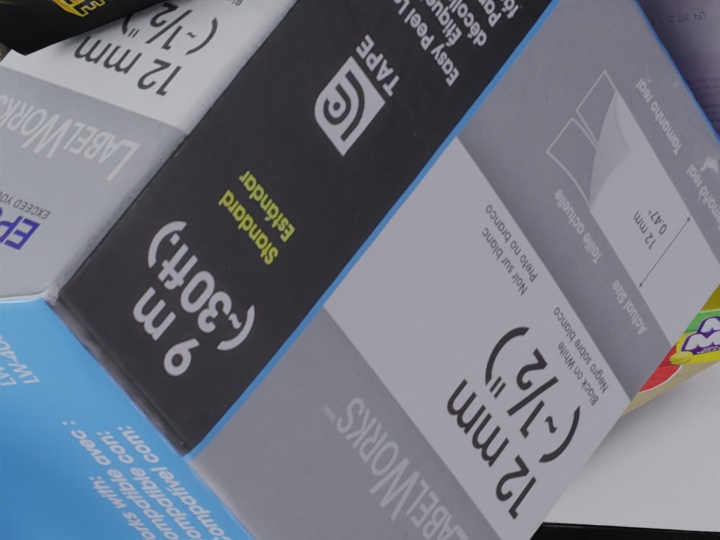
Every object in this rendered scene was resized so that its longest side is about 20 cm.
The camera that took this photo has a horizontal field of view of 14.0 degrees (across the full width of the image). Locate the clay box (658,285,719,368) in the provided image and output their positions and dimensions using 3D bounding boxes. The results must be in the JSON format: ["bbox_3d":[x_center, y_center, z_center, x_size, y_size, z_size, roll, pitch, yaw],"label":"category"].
[{"bbox_3d":[0.105,-0.033,0.881,0.199,0.115,0.048,-7,156,-9],"label":"clay box"}]

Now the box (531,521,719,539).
[{"bbox_3d":[0.027,0.126,1.226,0.193,0.048,0.200,8,171,-32],"label":"box"}]

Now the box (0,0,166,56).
[{"bbox_3d":[-0.098,-0.144,0.484,0.049,0.160,0.200,-19,155,20],"label":"box"}]

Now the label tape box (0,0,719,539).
[{"bbox_3d":[-0.020,0.014,0.577,0.066,0.200,0.143,19,155,43],"label":"label tape box"}]

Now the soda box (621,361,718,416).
[{"bbox_3d":[0.062,0.023,1.056,0.068,0.064,0.200,9,149,-38],"label":"soda box"}]

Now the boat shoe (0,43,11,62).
[{"bbox_3d":[-0.083,-0.079,0.622,0.065,0.201,0.073,-16,-171,-6],"label":"boat shoe"}]

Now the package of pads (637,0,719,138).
[{"bbox_3d":[0.130,-0.078,0.632,0.120,0.076,0.200,-33,-161,-36],"label":"package of pads"}]
